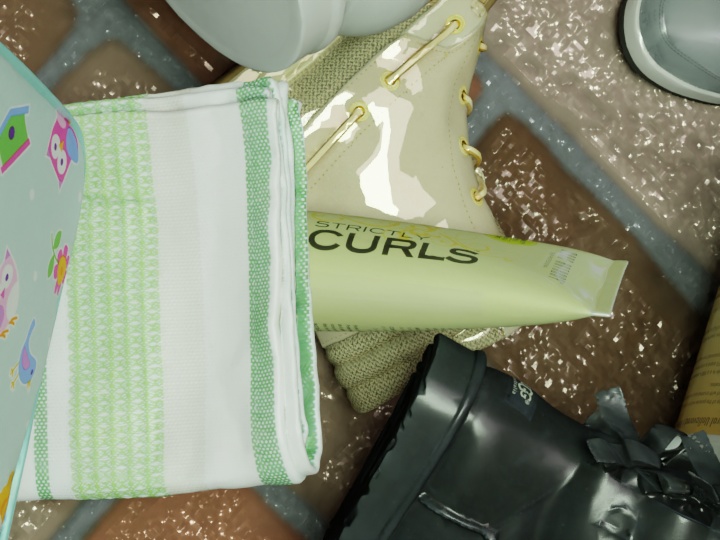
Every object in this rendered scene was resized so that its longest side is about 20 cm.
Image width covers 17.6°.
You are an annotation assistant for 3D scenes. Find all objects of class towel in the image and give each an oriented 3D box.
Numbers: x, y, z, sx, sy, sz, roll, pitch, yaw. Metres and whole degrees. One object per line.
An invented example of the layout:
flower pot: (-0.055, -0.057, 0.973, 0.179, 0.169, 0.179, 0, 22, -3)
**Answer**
towel: (-0.116, 0.011, 0.862, 0.199, 0.031, 0.150, -5, 83, 14)

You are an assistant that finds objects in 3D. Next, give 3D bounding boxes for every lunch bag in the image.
lunch bag: (-0.159, 0.023, 0.779, 0.077, 0.160, 0.201, 11, 79, 14)

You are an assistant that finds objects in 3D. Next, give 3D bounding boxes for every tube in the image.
tube: (0.000, 0.000, 0.882, 0.199, 0.052, 0.058, 4, 57, 12)

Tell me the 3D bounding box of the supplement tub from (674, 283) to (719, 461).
supplement tub: (0.210, 0.053, 0.969, 0.144, 0.145, 0.201, 23, 77, -16)

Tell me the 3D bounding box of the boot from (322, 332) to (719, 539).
boot: (0.063, 0.130, 0.889, 0.162, 0.073, 0.199, 28, 115, -3)

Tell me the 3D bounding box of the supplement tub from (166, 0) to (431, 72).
supplement tub: (0.011, -0.178, 0.863, 0.200, 0.144, 0.145, -38, 98, -22)

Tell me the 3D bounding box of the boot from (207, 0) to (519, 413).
boot: (0.038, -0.053, 0.953, 0.200, 0.073, 0.156, -36, 96, -13)

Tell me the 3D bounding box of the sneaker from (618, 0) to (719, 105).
sneaker: (0.223, -0.109, 1.003, 0.199, 0.121, 0.084, -2, 85, -20)
